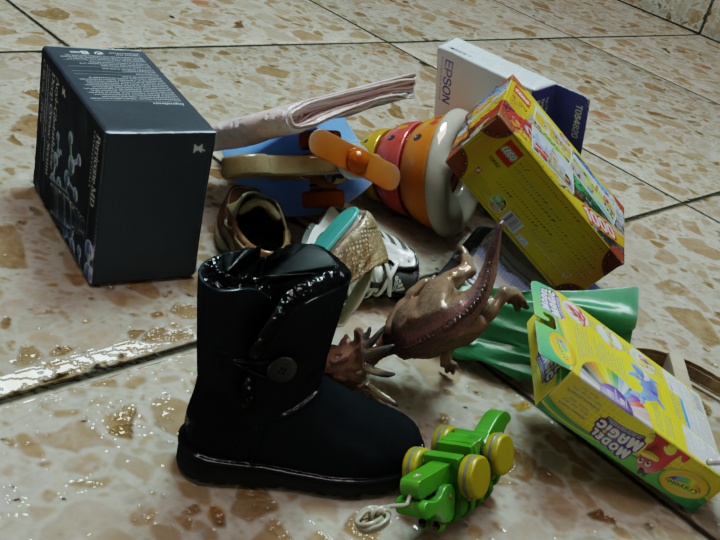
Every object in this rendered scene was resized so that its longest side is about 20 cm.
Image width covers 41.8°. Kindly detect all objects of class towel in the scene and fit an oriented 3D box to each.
[{"bbox_3d":[0.181,0.015,0.990,0.146,0.024,0.200,39,31,7],"label":"towel"},{"bbox_3d":[-0.065,-0.165,1.007,0.189,0.033,0.198,-23,12,-39],"label":"towel"}]

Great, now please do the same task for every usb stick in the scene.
[{"bbox_3d":[0.120,0.000,1.014,0.055,0.033,0.200,24,29,13],"label":"usb stick"}]

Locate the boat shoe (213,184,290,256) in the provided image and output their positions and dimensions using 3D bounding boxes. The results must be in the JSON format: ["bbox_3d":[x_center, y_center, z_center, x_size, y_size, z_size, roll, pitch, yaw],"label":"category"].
[{"bbox_3d":[-0.099,-0.038,0.923,0.074,0.075,0.201,6,30,-18],"label":"boat shoe"}]

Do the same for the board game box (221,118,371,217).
[{"bbox_3d":[-0.073,-0.117,1.107,0.155,0.039,0.201,-18,47,-13],"label":"board game box"}]

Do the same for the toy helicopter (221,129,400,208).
[{"bbox_3d":[-0.050,-0.101,0.926,0.131,0.081,0.198,1,6,39],"label":"toy helicopter"}]

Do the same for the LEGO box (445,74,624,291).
[{"bbox_3d":[0.190,-0.090,1.003,0.200,0.077,0.149,47,29,-10],"label":"LEGO box"}]

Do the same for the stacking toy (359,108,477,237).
[{"bbox_3d":[0.038,-0.123,1.129,0.197,0.149,0.146,9,23,27],"label":"stacking toy"}]

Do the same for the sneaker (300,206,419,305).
[{"bbox_3d":[0.000,-0.001,0.905,0.113,0.077,0.201,16,25,4],"label":"sneaker"}]

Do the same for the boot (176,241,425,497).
[{"bbox_3d":[-0.027,0.070,0.665,0.196,0.171,0.077,6,29,-19],"label":"boot"}]

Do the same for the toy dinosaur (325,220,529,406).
[{"bbox_3d":[0.054,0.048,0.773,0.135,0.200,0.086,-25,77,-49],"label":"toy dinosaur"}]

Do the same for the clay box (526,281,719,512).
[{"bbox_3d":[0.208,0.101,0.784,0.198,0.048,0.116,34,29,-13],"label":"clay box"}]

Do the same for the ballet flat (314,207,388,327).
[{"bbox_3d":[-0.045,0.035,0.782,0.065,0.200,0.070,49,-16,-18],"label":"ballet flat"}]

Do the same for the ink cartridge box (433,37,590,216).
[{"bbox_3d":[0.171,-0.154,1.142,0.199,0.202,0.040,32,50,32],"label":"ink cartridge box"}]

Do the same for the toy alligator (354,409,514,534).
[{"bbox_3d":[0.059,0.158,0.674,0.058,0.055,0.199,0,16,36],"label":"toy alligator"}]

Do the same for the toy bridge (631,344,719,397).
[{"bbox_3d":[0.309,0.106,0.925,0.197,0.028,0.067,17,28,0],"label":"toy bridge"}]

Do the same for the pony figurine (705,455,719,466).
[{"bbox_3d":[0.387,0.141,0.778,0.190,0.170,0.200,13,25,18],"label":"pony figurine"}]

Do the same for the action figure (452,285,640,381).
[{"bbox_3d":[0.148,0.057,0.875,0.196,0.121,0.055,9,4,6],"label":"action figure"}]

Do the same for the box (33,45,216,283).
[{"bbox_3d":[-0.230,-0.105,0.897,0.106,0.151,0.200,-6,34,-34],"label":"box"}]
